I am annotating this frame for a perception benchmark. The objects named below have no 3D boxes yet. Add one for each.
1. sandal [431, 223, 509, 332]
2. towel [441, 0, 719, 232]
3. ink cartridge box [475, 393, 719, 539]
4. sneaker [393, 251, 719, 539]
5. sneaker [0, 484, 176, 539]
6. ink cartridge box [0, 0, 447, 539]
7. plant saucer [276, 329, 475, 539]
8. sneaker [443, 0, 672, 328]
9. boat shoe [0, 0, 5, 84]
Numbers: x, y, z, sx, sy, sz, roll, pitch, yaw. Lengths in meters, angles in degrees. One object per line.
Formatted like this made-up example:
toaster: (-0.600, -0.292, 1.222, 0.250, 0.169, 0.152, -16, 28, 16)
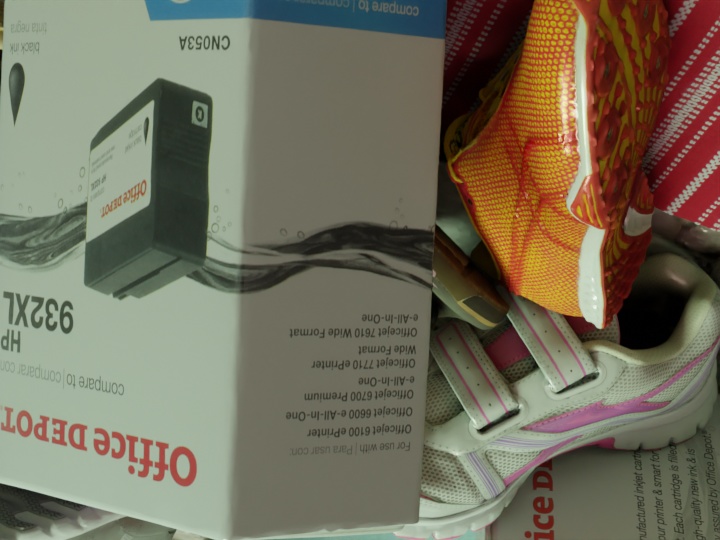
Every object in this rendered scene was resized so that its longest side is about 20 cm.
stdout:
sandal: (0.000, 0.000, 0.835, 0.082, 0.055, 0.200, 44, 171, -17)
towel: (0.082, -0.076, 0.747, 0.199, 0.023, 0.145, 20, 154, -5)
ink cartridge box: (0.147, 0.129, 0.902, 0.198, 0.145, 0.084, 5, 132, -1)
sneaker: (0.065, 0.039, 0.859, 0.081, 0.199, 0.089, 52, 150, 32)
sneaker: (-0.147, 0.128, 0.992, 0.075, 0.083, 0.199, 30, -155, 35)
ink cartridge box: (-0.050, -0.022, 0.691, 0.083, 0.202, 0.145, 1, -176, -41)
plant saucer: (0.037, 0.082, 0.990, 0.200, 0.039, 0.202, -12, 140, -11)
sneaker: (0.061, -0.042, 0.724, 0.077, 0.073, 0.200, 21, 152, 14)
boat shoe: (-0.157, -0.081, 0.832, 0.074, 0.070, 0.199, 36, 149, -32)
